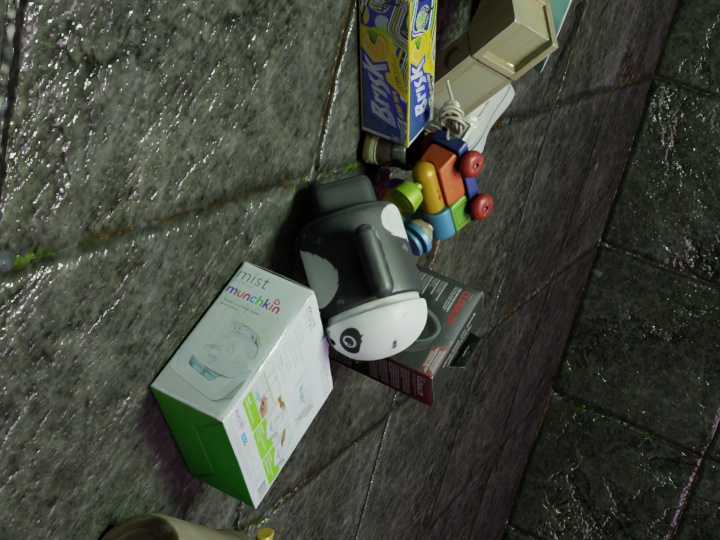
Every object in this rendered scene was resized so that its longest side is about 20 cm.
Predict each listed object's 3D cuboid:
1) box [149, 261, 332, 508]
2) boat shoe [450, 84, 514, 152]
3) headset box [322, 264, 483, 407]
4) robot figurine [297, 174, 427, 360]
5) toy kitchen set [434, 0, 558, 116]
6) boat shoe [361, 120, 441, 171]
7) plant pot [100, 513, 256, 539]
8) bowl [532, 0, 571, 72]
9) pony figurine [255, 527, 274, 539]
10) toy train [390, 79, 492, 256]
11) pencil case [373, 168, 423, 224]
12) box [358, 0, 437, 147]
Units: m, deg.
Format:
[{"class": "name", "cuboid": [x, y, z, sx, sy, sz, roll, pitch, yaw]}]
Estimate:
[{"class": "box", "cuboid": [-0.117, 0.126, 1.124, 0.177, 0.096, 0.201, -57, 156, -29]}, {"class": "boat shoe", "cuboid": [0.157, -0.225, 1.517, 0.201, 0.071, 0.070, -54, 128, -24]}, {"class": "headset box", "cuboid": [0.058, 0.072, 1.357, 0.149, 0.199, 0.078, -54, 156, -29]}, {"class": "robot figurine", "cuboid": [-0.001, 0.000, 1.164, 0.150, 0.124, 0.202, 0, 70, -63]}, {"class": "toy kitchen set", "cuboid": [0.121, -0.344, 1.316, 0.162, 0.180, 0.202, 21, 52, -34]}, {"class": "boat shoe", "cuboid": [0.067, -0.158, 1.343, 0.200, 0.064, 0.074, -26, 135, -60]}, {"class": "plant pot", "cuboid": [-0.189, 0.337, 1.066, 0.201, 0.199, 0.174, -59, 140, -22]}, {"class": "bowl", "cuboid": [0.240, -0.389, 1.449, 0.201, 0.104, 0.203, 21, 90, -86]}, {"class": "pony figurine", "cuboid": [-0.159, 0.451, 1.302, 0.193, 0.165, 0.202, -39, 130, -65]}, {"class": "toy train", "cuboid": [0.081, -0.117, 1.247, 0.116, 0.084, 0.201, -41, 138, -20]}, {"class": "pencil case", "cuboid": [0.013, -0.027, 1.322, 0.201, 0.088, 0.089, -61, 158, -25]}, {"class": "box", "cuboid": [0.042, -0.243, 1.190, 0.064, 0.070, 0.201, -50, 153, -35]}]
